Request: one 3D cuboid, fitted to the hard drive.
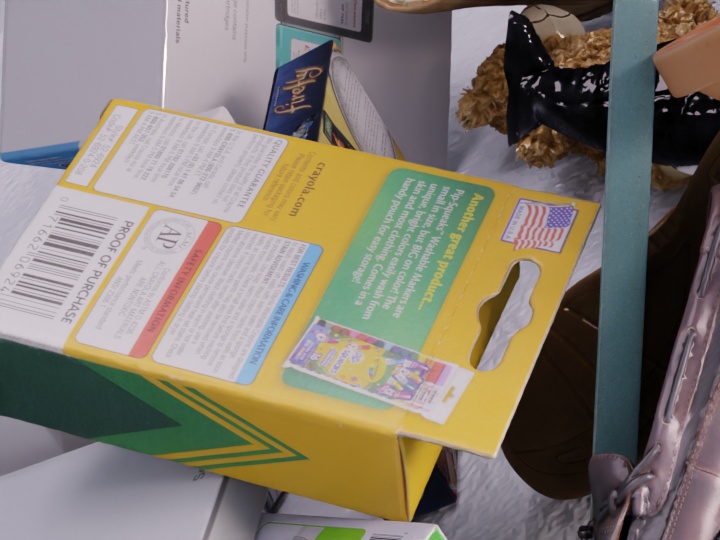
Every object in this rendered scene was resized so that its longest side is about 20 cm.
[{"bbox_3d":[-0.129,0.117,0.764,0.198,0.027,0.132,-20,26,21],"label":"hard drive"}]

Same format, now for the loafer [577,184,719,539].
[{"bbox_3d":[0.106,0.064,0.700,0.201,0.063,0.072,-60,-7,-12],"label":"loafer"}]

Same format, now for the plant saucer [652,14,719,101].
[{"bbox_3d":[0.190,-0.104,0.674,0.199,0.033,0.200,-29,3,2],"label":"plant saucer"}]

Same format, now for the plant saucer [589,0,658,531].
[{"bbox_3d":[0.095,-0.004,0.747,0.019,0.202,0.070,4,5,8],"label":"plant saucer"}]

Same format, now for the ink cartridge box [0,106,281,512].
[{"bbox_3d":[-0.095,0.048,0.933,0.084,0.145,0.201,-12,32,37],"label":"ink cartridge box"}]

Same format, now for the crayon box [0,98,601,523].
[{"bbox_3d":[-0.025,0.014,0.745,0.198,0.052,0.126,13,48,18],"label":"crayon box"}]

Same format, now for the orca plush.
[{"bbox_3d":[0.155,-0.091,0.896,0.198,0.071,0.106,16,72,21],"label":"orca plush"}]

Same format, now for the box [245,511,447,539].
[{"bbox_3d":[-0.064,0.183,0.711,0.176,0.097,0.200,-5,37,47],"label":"box"}]

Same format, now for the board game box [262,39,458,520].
[{"bbox_3d":[0.000,0.000,0.919,0.034,0.136,0.201,-24,26,17],"label":"board game box"}]

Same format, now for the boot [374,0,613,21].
[{"bbox_3d":[0.120,-0.177,1.068,0.174,0.067,0.199,-32,-13,29],"label":"boot"}]

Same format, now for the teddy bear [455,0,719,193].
[{"bbox_3d":[0.127,-0.095,1.020,0.144,0.067,0.200,-32,25,-3],"label":"teddy bear"}]

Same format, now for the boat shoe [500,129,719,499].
[{"bbox_3d":[0.133,0.009,0.805,0.201,0.072,0.072,-55,-24,18],"label":"boat shoe"}]

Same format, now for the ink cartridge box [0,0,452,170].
[{"bbox_3d":[-0.069,-0.124,1.103,0.199,0.148,0.146,6,-6,-43],"label":"ink cartridge box"}]
